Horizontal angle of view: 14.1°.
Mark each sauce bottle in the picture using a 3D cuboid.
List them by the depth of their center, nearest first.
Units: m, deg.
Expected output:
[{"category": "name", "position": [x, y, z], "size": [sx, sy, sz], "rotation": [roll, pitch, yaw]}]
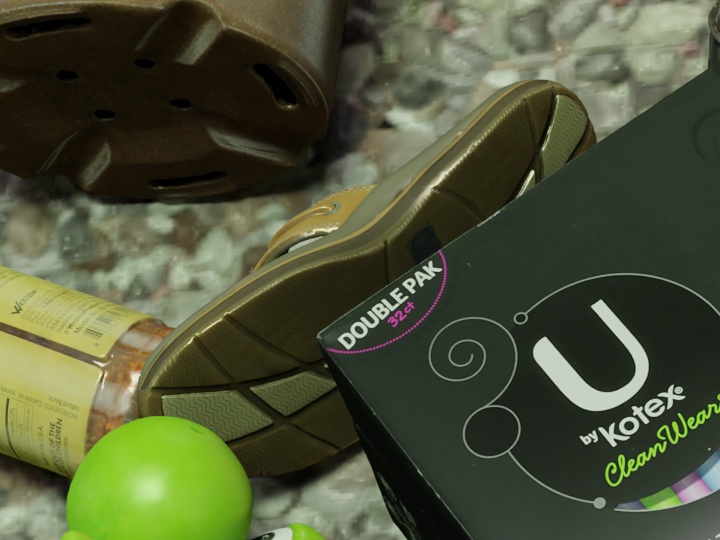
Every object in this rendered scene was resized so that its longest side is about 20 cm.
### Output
[{"category": "sauce bottle", "position": [-0.151, 0.022, 1.042], "size": [0.199, 0.066, 0.066], "rotation": [20, 64, 24]}]

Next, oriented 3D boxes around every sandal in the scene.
[{"category": "sandal", "position": [0.000, 0.000, 1.018], "size": [0.200, 0.081, 0.054], "rotation": [-40, 39, -21]}]

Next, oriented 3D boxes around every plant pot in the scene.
[{"category": "plant pot", "position": [-0.079, -0.146, 1.066], "size": [0.199, 0.200, 0.199], "rotation": [-2, 64, 12]}]

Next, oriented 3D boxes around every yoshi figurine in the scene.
[{"category": "yoshi figurine", "position": [-0.107, 0.113, 0.950], "size": [0.199, 0.112, 0.113], "rotation": [-24, 49, -7]}]

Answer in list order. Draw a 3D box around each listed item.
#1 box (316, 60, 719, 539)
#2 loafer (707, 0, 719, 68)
[{"category": "box", "position": [0.116, 0.043, 0.897], "size": [0.199, 0.125, 0.149], "rotation": [-34, 57, -8]}, {"category": "loafer", "position": [0.217, -0.104, 1.033], "size": [0.199, 0.072, 0.073], "rotation": [-25, 55, -5]}]
